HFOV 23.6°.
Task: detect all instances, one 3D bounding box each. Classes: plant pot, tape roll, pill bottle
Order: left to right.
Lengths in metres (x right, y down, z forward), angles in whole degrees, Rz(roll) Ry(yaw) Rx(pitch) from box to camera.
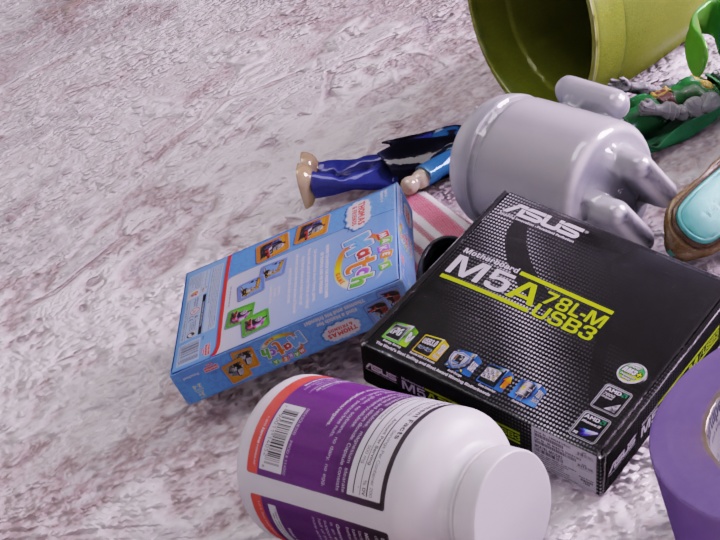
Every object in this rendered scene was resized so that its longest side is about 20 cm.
[{"bbox_3d":[0.021,0.135,1.103,0.199,0.113,0.112,9,40,43],"label":"pill bottle"},{"bbox_3d":[0.231,-0.262,1.591,0.191,0.203,0.200,-20,25,-24],"label":"plant pot"},{"bbox_3d":[0.272,0.114,0.995,0.198,0.086,0.201,-16,28,9],"label":"tape roll"}]

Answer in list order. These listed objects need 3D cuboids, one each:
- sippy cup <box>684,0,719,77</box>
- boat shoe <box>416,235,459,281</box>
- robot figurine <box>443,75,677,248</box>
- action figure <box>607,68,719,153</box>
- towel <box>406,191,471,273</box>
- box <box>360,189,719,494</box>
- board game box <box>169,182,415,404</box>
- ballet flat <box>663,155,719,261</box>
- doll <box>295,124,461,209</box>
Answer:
[{"bbox_3d":[0.362,-0.170,1.390,0.176,0.140,0.131,-24,38,17],"label":"sippy cup"},{"bbox_3d":[0.079,0.037,1.287,0.074,0.063,0.201,-18,30,3],"label":"boat shoe"},{"bbox_3d":[0.150,-0.074,1.362,0.199,0.113,0.171,22,77,42],"label":"robot figurine"},{"bbox_3d":[0.240,-0.133,1.484,0.198,0.055,0.118,-22,27,-6],"label":"action figure"},{"bbox_3d":[0.000,0.000,1.448,0.198,0.030,0.146,-25,28,-11],"label":"towel"},{"bbox_3d":[0.132,0.043,1.198,0.199,0.048,0.193,24,52,29],"label":"box"},{"bbox_3d":[-0.052,0.016,1.369,0.198,0.037,0.152,-24,29,14],"label":"board game box"},{"bbox_3d":[0.301,-0.071,1.316,0.200,0.068,0.072,-41,-9,-19],"label":"ballet flat"},{"bbox_3d":[0.043,-0.099,1.561,0.197,0.049,0.137,-12,19,8],"label":"doll"}]
